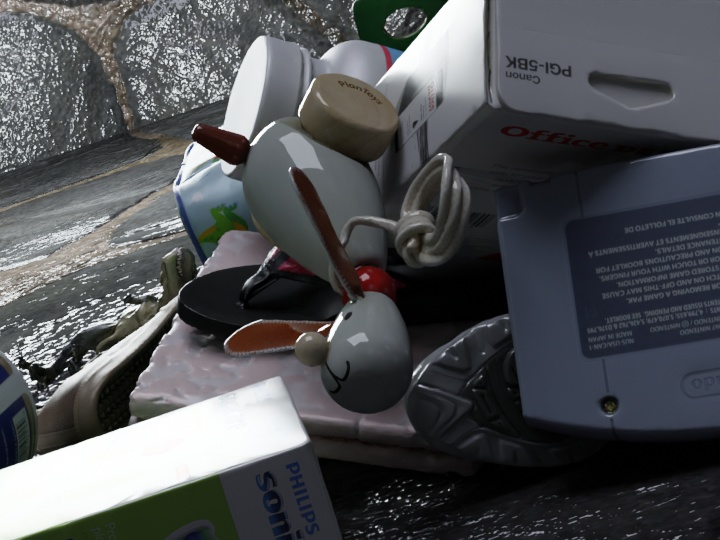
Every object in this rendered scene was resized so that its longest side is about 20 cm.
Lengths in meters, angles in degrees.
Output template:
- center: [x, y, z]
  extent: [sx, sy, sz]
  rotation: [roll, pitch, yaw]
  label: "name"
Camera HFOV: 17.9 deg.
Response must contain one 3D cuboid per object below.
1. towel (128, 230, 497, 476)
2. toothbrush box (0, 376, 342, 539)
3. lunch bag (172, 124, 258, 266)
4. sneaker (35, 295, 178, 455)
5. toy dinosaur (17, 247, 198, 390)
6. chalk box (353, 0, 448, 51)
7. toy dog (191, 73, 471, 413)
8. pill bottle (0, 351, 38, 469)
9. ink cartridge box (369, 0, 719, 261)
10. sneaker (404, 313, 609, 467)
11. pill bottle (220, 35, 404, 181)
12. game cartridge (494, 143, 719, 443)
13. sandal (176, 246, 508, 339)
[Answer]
- center: [-0.008, 0.041, 1.219]
  extent: [0.190, 0.032, 0.200]
  rotation: [5, 29, 12]
  label: "towel"
- center: [-0.110, 0.129, 1.022]
  extent: [0.199, 0.087, 0.146]
  rotation: [-17, 10, -3]
  label: "toothbrush box"
- center: [-0.047, -0.014, 1.434]
  extent: [0.082, 0.161, 0.200]
  rotation: [-25, 13, 6]
  label: "lunch bag"
- center: [-0.139, 0.061, 1.449]
  extent: [0.075, 0.071, 0.200]
  rotation: [-13, 11, 33]
  label: "sneaker"
- center: [-0.173, 0.053, 1.527]
  extent: [0.088, 0.048, 0.200]
  rotation: [-23, -11, -42]
  label: "toy dinosaur"
- center: [0.051, -0.093, 1.521]
  extent: [0.124, 0.201, 0.124]
  rotation: [-18, 11, -2]
  label: "chalk box"
- center: [-0.030, -0.021, 1.102]
  extent: [0.096, 0.132, 0.200]
  rotation: [12, 15, -19]
  label: "toy dog"
- center: [-0.261, 0.111, 1.271]
  extent: [0.115, 0.116, 0.200]
  rotation: [-15, 10, 13]
  label: "pill bottle"
- center: [0.095, -0.073, 1.149]
  extent: [0.146, 0.083, 0.200]
  rotation: [8, -20, -17]
  label: "ink cartridge box"
- center: [0.102, 0.051, 1.140]
  extent: [0.199, 0.078, 0.099]
  rotation: [-13, 1, -26]
  label: "sneaker"
- center: [0.027, -0.068, 1.307]
  extent: [0.199, 0.109, 0.109]
  rotation: [14, 2, -17]
  label: "pill bottle"
- center: [0.166, 0.009, 1.045]
  extent: [0.199, 0.134, 0.042]
  rotation: [-10, -10, 13]
  label: "game cartridge"
- center: [0.000, 0.000, 1.215]
  extent: [0.199, 0.045, 0.075]
  rotation: [-5, 29, -8]
  label: "sandal"
